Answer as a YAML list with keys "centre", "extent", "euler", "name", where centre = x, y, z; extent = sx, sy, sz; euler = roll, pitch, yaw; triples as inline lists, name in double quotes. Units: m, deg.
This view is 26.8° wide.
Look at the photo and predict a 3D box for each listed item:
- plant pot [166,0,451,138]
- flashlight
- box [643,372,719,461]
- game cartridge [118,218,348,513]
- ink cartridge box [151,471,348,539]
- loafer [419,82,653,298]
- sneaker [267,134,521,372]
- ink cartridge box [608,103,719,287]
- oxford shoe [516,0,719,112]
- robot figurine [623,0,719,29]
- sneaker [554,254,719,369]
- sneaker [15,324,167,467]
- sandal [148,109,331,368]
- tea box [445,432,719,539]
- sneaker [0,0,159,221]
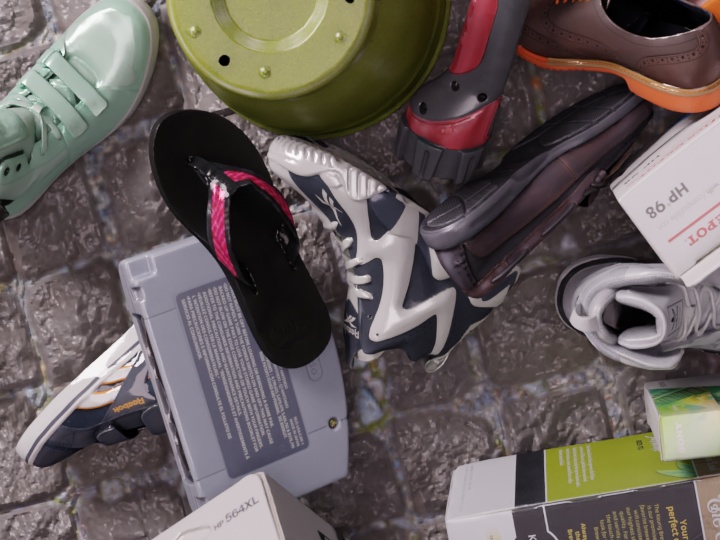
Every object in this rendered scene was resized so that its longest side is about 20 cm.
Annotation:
- centre: [-0.044, -0.182, 0.993]
  extent: [0.199, 0.193, 0.202]
  euler: [1, 98, 6]
  name: "plant pot"
- centre: [0.074, -0.155, 1.007]
  extent: [0.067, 0.068, 0.201]
  euler: [-13, 134, -30]
  name: "flashlight"
- centre: [0.295, 0.089, 1.020]
  extent: [0.198, 0.144, 0.037]
  euler: [-9, 93, 7]
  name: "box"
- centre: [-0.081, 0.069, 1.067]
  extent: [0.133, 0.041, 0.201]
  euler: [-20, 100, -29]
  name: "game cartridge"
- centre: [-0.063, 0.250, 1.064]
  extent: [0.146, 0.085, 0.200]
  euler: [-35, 133, 11]
  name: "ink cartridge box"
- centre: [0.128, -0.057, 1.035]
  extent: [0.200, 0.072, 0.063]
  euler: [-36, 109, -20]
  name: "loafer"
- centre: [0.000, 0.000, 1.064]
  extent: [0.198, 0.080, 0.130]
  euler: [29, 98, -19]
  name: "sneaker"
- centre: [0.227, -0.061, 0.977]
  extent: [0.116, 0.200, 0.067]
  euler: [-38, 93, 10]
  name: "ink cartridge box"
- centre: [0.157, -0.173, 0.999]
  extent: [0.199, 0.073, 0.071]
  euler: [24, 63, 32]
  name: "oxford shoe"
- centre: [0.230, -0.233, 0.995]
  extent: [0.144, 0.117, 0.200]
  euler: [-38, 92, -1]
  name: "robot figurine"
- centre: [0.233, 0.030, 1.033]
  extent: [0.198, 0.115, 0.076]
  euler: [3, 99, 6]
  name: "sneaker"
- centre: [-0.162, 0.091, 1.105]
  extent: [0.200, 0.078, 0.079]
  euler: [-42, 86, 9]
  name: "sneaker"
- centre: [-0.073, -0.024, 1.026]
  extent: [0.075, 0.045, 0.201]
  euler: [-35, 105, -20]
  name: "sandal"
- centre: [0.174, 0.234, 1.061]
  extent: [0.195, 0.134, 0.202]
  euler: [-10, 98, 9]
  name: "tea box"
- centre: [-0.220, -0.111, 1.061]
  extent: [0.074, 0.118, 0.201]
  euler: [40, 99, 1]
  name: "sneaker"
